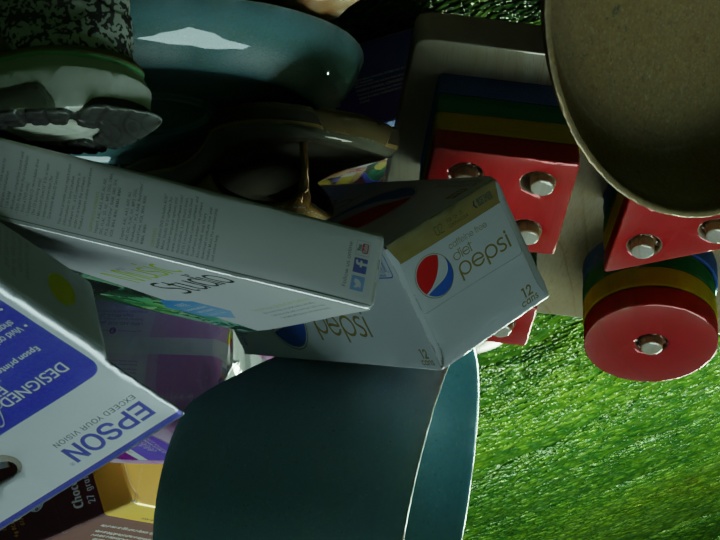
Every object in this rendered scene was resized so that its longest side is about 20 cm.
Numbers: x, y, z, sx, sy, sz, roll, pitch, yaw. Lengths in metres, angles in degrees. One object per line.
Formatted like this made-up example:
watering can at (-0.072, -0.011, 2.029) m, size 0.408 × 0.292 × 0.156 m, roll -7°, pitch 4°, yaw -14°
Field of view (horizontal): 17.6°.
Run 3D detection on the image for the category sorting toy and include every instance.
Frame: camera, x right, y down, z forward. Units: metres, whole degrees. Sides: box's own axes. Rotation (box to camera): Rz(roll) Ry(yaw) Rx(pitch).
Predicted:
sorting toy at (0.110, -0.023, 1.146) m, size 0.197 × 0.070 × 0.201 m, roll 7°, pitch 143°, yaw -3°

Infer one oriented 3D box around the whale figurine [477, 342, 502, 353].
whale figurine at (0.058, -0.024, 1.350) m, size 0.158 × 0.105 × 0.200 m, roll 14°, pitch -154°, yaw 36°

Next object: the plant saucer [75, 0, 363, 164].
plant saucer at (-0.097, -0.079, 1.030) m, size 0.198 × 0.028 × 0.200 m, roll -2°, pitch 167°, yaw 0°

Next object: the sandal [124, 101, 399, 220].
sandal at (-0.049, -0.035, 1.051) m, size 0.080 × 0.054 × 0.200 m, roll 6°, pitch 166°, yaw -34°

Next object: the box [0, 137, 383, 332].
box at (-0.109, -0.014, 0.977) m, size 0.199 × 0.037 × 0.144 m, roll 15°, pitch 168°, yaw -22°

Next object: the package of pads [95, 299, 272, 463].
package of pads at (-0.142, 0.061, 1.287) m, size 0.199 × 0.076 × 0.121 m, roll 1°, pitch 158°, yaw 20°

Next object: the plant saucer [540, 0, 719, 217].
plant saucer at (0.146, -0.125, 1.023) m, size 0.199 × 0.202 × 0.035 m, roll -5°, pitch -167°, yaw -36°

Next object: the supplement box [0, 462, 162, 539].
supplement box at (-0.202, 0.130, 1.471) m, size 0.199 × 0.134 × 0.197 m, roll -24°, pitch 162°, yaw 16°

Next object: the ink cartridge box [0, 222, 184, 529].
ink cartridge box at (-0.207, 0.040, 0.917) m, size 0.197 × 0.047 × 0.200 m, roll -31°, pitch 133°, yaw 26°

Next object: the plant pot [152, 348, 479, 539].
plant pot at (-0.027, 0.121, 1.159) m, size 0.134 × 0.202 × 0.200 m, roll 10°, pitch 166°, yaw 11°

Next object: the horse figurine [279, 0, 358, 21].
horse figurine at (0.010, -0.139, 1.011) m, size 0.199 × 0.050 × 0.133 m, roll -18°, pitch 170°, yaw -11°

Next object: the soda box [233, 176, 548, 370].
soda box at (0.000, 0.000, 1.094) m, size 0.068 × 0.064 × 0.200 m, roll -32°, pitch -164°, yaw -25°

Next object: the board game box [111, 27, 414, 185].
board game box at (-0.047, -0.058, 1.207) m, size 0.199 × 0.045 × 0.135 m, roll -16°, pitch 163°, yaw -7°

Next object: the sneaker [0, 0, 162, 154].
sneaker at (-0.162, -0.095, 0.933) m, size 0.199 × 0.089 × 0.077 m, roll 2°, pitch 169°, yaw 28°
